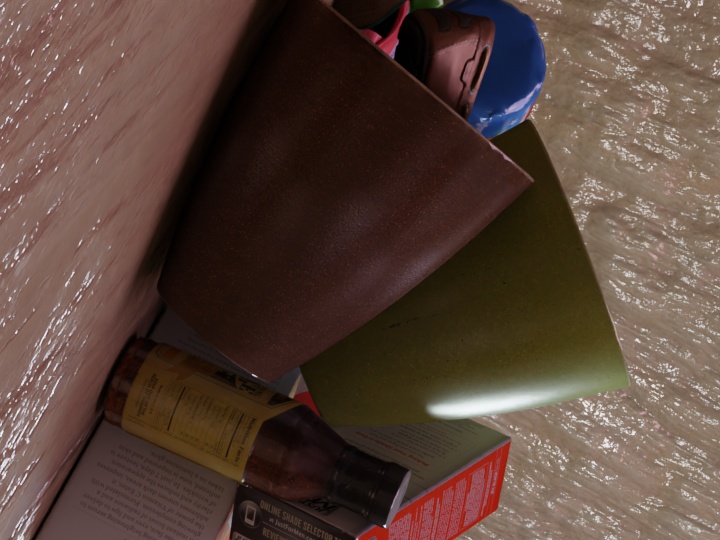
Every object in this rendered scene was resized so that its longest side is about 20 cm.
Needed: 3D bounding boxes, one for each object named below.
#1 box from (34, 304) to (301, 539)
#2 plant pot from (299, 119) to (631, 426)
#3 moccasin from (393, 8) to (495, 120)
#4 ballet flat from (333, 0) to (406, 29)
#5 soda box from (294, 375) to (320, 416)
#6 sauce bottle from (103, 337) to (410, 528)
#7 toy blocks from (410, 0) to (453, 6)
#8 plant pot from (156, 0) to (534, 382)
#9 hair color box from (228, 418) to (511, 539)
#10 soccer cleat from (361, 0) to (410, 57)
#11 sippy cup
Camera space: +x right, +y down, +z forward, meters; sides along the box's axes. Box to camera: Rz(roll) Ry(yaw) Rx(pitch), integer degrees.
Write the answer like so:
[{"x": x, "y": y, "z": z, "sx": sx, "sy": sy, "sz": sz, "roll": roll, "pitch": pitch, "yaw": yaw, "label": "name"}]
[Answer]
[{"x": -0.135, "y": 0.152, "z": 1.508, "sx": 0.201, "sy": 0.106, "sz": 0.153, "roll": -63, "pitch": 177, "yaw": -26, "label": "box"}, {"x": 0.053, "y": 0.023, "z": 1.456, "sx": 0.198, "sy": 0.189, "sz": 0.187, "roll": -21, "pitch": 178, "yaw": 2, "label": "plant pot"}, {"x": 0.047, "y": -0.088, "z": 1.522, "sx": 0.074, "sy": 0.077, "sz": 0.203, "roll": -126, "pitch": -138, "yaw": -52, "label": "moccasin"}, {"x": 0.042, "y": -0.252, "z": 1.465, "sx": 0.200, "sy": 0.068, "sz": 0.072, "roll": -45, "pitch": 146, "yaw": 2, "label": "ballet flat"}, {"x": -0.025, "y": 0.088, "z": 1.593, "sx": 0.068, "sy": 0.063, "sz": 0.202, "roll": -108, "pitch": -167, "yaw": -58, "label": "soda box"}, {"x": -0.065, "y": 0.107, "z": 1.403, "sx": 0.066, "sy": 0.199, "sz": 0.066, "roll": 23, "pitch": 90, "yaw": -83, "label": "sauce bottle"}, {"x": 0.026, "y": -0.179, "z": 1.820, "sx": 0.201, "sy": 0.099, "sz": 0.137, "roll": -64, "pitch": -171, "yaw": -8, "label": "toy blocks"}, {"x": -0.027, "y": -0.038, "z": 1.340, "sx": 0.200, "sy": 0.187, "sz": 0.187, "roll": -51, "pitch": 178, "yaw": 5, "label": "plant pot"}, {"x": 0.009, "y": 0.151, "z": 1.490, "sx": 0.199, "sy": 0.101, "sz": 0.062, "roll": -23, "pitch": 129, "yaw": -52, "label": "hair color box"}, {"x": -0.012, "y": -0.137, "z": 1.599, "sx": 0.073, "sy": 0.068, "sz": 0.201, "roll": 111, "pitch": 2, "yaw": -58, "label": "soccer cleat"}, {"x": 0.080, "y": -0.145, "z": 1.683, "sx": 0.140, "sy": 0.178, "sz": 0.130, "roll": -46, "pitch": 179, "yaw": -20, "label": "sippy cup"}]
